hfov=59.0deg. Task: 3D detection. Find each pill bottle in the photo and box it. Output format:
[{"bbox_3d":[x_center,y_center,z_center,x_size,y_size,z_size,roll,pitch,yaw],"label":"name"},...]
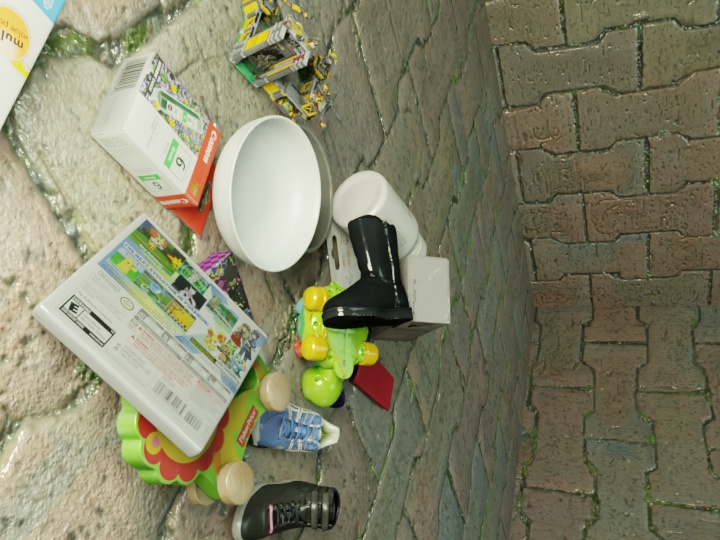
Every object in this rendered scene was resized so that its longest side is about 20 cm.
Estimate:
[{"bbox_3d":[0.041,-0.078,1.155,0.200,0.113,0.116,45,47,-47],"label":"pill bottle"}]

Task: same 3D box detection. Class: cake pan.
[{"bbox_3d":[-0.101,-0.129,1.012,0.200,0.036,0.204,-2,90,-67],"label":"cake pan"}]

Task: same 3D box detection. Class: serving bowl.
[{"bbox_3d":[-0.132,-0.101,0.850,0.199,0.065,0.203,-16,108,-59],"label":"serving bowl"}]

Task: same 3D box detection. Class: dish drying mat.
[{"bbox_3d":[0.027,0.223,1.307,0.200,0.018,0.078,52,42,-55],"label":"dish drying mat"}]

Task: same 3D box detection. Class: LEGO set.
[{"bbox_3d":[-0.086,-0.315,0.922,0.200,0.115,0.155,49,45,-37],"label":"LEGO set"}]

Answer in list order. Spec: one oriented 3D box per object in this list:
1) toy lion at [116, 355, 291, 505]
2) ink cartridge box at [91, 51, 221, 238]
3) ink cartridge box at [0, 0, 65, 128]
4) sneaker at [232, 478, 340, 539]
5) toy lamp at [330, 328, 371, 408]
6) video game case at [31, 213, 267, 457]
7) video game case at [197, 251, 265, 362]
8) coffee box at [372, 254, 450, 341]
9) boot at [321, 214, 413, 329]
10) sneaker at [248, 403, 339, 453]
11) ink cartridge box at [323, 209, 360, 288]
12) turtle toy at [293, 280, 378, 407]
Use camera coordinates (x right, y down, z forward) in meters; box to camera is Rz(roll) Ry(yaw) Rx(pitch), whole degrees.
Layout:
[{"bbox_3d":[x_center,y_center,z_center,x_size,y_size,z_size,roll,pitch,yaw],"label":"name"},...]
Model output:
[{"bbox_3d":[-0.174,0.151,0.706,0.193,0.068,0.201,61,34,-32],"label":"toy lion"},{"bbox_3d":[-0.211,-0.136,0.738,0.200,0.050,0.110,54,40,-52],"label":"ink cartridge box"},{"bbox_3d":[-0.314,-0.177,0.475,0.115,0.067,0.203,51,42,-54],"label":"ink cartridge box"},{"bbox_3d":[-0.095,0.341,0.906,0.199,0.098,0.072,14,77,-65],"label":"sneaker"},{"bbox_3d":[-0.021,0.152,1.151,0.201,0.057,0.059,-69,148,-44],"label":"toy lamp"},{"bbox_3d":[-0.199,0.058,0.653,0.200,0.022,0.183,47,32,-15],"label":"video game case"},{"bbox_3d":[-0.193,0.100,0.775,0.200,0.035,0.184,-52,135,-56],"label":"video game case"},{"bbox_3d":[0.087,0.056,1.147,0.200,0.079,0.115,139,-46,-68],"label":"coffee box"},{"bbox_3d":[0.000,0.000,0.980,0.199,0.076,0.171,4,70,-51],"label":"boot"},{"bbox_3d":[-0.099,0.227,0.936,0.200,0.076,0.077,31,61,-61],"label":"sneaker"},{"bbox_3d":[-0.019,-0.049,1.208,0.199,0.056,0.165,-19,106,-51],"label":"ink cartridge box"},{"bbox_3d":[-0.051,0.117,1.023,0.144,0.100,0.203,13,74,-39],"label":"turtle toy"}]
